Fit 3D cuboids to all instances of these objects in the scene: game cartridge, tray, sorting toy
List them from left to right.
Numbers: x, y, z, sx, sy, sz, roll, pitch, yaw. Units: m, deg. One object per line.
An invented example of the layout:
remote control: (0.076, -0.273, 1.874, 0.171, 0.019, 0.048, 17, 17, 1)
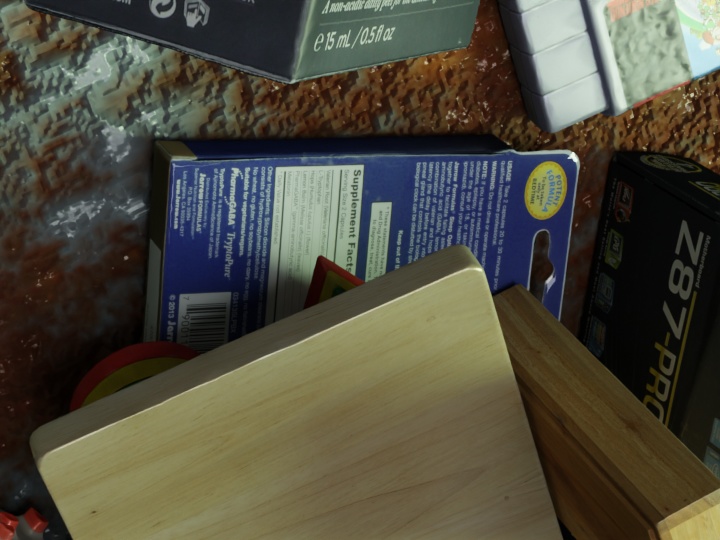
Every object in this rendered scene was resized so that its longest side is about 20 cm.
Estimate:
sorting toy: (-0.028, 0.087, 1.050, 0.200, 0.070, 0.199, -23, 131, -5)
tray: (0.109, 0.092, 1.030, 0.037, 0.200, 0.099, -27, 121, -9)
game cartridge: (0.155, -0.156, 1.094, 0.200, 0.038, 0.130, -25, 112, -14)

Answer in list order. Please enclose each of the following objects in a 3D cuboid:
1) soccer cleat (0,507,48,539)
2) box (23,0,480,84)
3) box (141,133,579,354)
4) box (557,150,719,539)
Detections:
soccer cleat: (-0.193, 0.125, 1.029, 0.200, 0.069, 0.078, 36, 98, -22)
box: (-0.017, -0.186, 0.905, 0.117, 0.197, 0.201, 17, 105, 18)
box: (0.000, 0.000, 1.082, 0.199, 0.032, 0.122, -2, 110, -21)
box: (0.153, 0.062, 1.096, 0.049, 0.161, 0.201, 3, 108, -24)
